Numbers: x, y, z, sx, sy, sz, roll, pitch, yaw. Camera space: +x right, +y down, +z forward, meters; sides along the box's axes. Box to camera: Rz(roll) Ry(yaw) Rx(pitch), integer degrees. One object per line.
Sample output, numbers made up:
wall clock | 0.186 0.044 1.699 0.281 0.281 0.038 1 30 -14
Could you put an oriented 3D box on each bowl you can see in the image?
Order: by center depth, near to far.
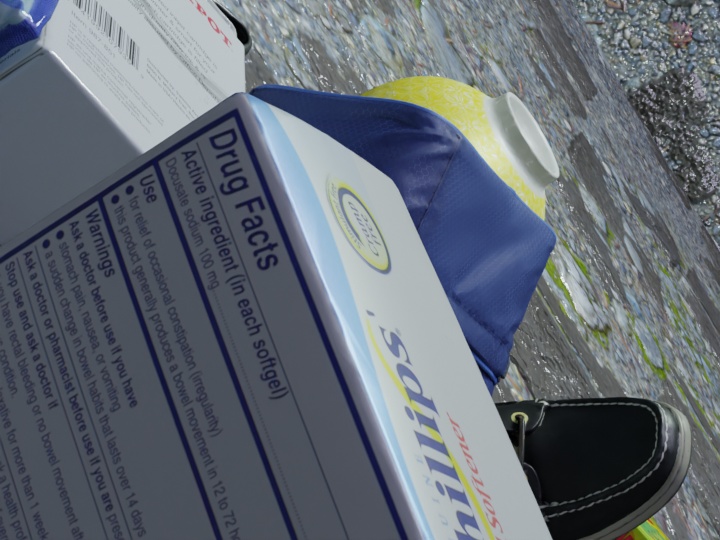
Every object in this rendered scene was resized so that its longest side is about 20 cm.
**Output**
bowl | 0.094 -0.081 1.385 0.200 0.107 0.200 52 19 -26

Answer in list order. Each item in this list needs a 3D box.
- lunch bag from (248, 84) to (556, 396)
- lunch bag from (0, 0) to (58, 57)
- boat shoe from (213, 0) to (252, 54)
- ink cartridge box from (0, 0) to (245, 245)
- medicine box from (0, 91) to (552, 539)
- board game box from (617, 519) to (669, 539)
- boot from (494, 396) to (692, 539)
lunch bag | 0.000 0.000 0.899 0.200 0.136 0.133 38 68 -51
lunch bag | -0.198 -0.178 0.693 0.170 0.127 0.200 50 29 -29
boat shoe | -0.134 -0.163 0.964 0.200 0.057 0.069 37 28 -51
ink cartridge box | -0.125 -0.085 0.814 0.145 0.084 0.200 48 21 -32
medicine box | -0.059 0.081 0.532 0.103 0.200 0.183 26 37 -60
board game box | 0.200 0.212 1.202 0.200 0.048 0.102 49 8 37
boot | 0.039 0.082 0.834 0.154 0.203 0.074 37 48 -43
